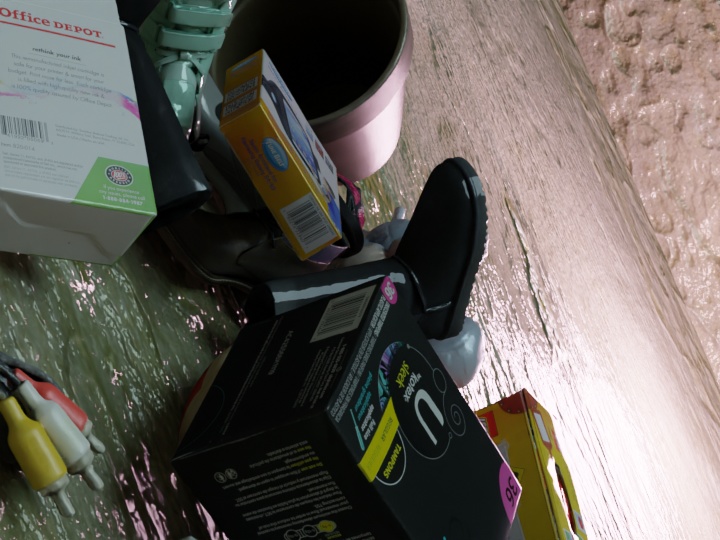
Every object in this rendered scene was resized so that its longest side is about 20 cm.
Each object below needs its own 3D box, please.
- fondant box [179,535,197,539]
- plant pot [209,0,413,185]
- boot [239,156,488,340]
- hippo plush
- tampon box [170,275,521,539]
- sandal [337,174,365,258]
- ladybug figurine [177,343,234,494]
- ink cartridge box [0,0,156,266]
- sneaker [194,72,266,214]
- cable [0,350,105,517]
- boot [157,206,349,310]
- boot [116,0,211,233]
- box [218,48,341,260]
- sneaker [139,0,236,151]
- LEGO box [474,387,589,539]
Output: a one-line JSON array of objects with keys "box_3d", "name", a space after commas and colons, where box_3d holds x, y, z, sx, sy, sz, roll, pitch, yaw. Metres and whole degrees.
[{"box_3d": [-0.070, 0.277, 1.144, 0.200, 0.058, 0.145, 45, 27, -47], "name": "fondant box"}, {"box_3d": [-0.038, -0.171, 1.637, 0.174, 0.199, 0.201, 66, 8, -60], "name": "plant pot"}, {"box_3d": [0.000, 0.001, 1.413, 0.066, 0.199, 0.166, 38, -50, 49], "name": "boot"}, {"box_3d": [0.034, 0.041, 1.655, 0.200, 0.159, 0.162, 10, -66, 62], "name": "hippo plush"}, {"box_3d": [-0.001, 0.137, 1.184, 0.200, 0.126, 0.150, 56, 32, -23], "name": "tampon box"}, {"box_3d": [-0.025, -0.058, 1.570, 0.200, 0.045, 0.075, -152, -139, -75], "name": "sandal"}, {"box_3d": [-0.077, 0.122, 1.297, 0.136, 0.072, 0.200, 65, 20, -2], "name": "ladybug figurine"}, {"box_3d": [-0.212, -0.109, 1.171, 0.117, 0.067, 0.201, 9, 53, -33], "name": "ink cartridge box"}, {"box_3d": [-0.095, -0.094, 1.511, 0.201, 0.079, 0.074, 61, 21, -7], "name": "sneaker"}, {"box_3d": [-0.217, 0.050, 1.046, 0.201, 0.050, 0.097, 59, 19, -20], "name": "cable"}, {"box_3d": [-0.090, -0.034, 1.404, 0.200, 0.097, 0.075, 39, 17, -54], "name": "boot"}, {"box_3d": [-0.152, -0.138, 1.266, 0.066, 0.164, 0.201, 14, 53, -56], "name": "boot"}, {"box_3d": [-0.060, -0.096, 1.365, 0.119, 0.041, 0.200, 58, 10, -19], "name": "box"}, {"box_3d": [-0.129, -0.168, 1.373, 0.073, 0.201, 0.119, 3, 61, -23], "name": "sneaker"}, {"box_3d": [0.116, 0.228, 1.560, 0.077, 0.148, 0.201, 42, 29, -48], "name": "LEGO box"}]
